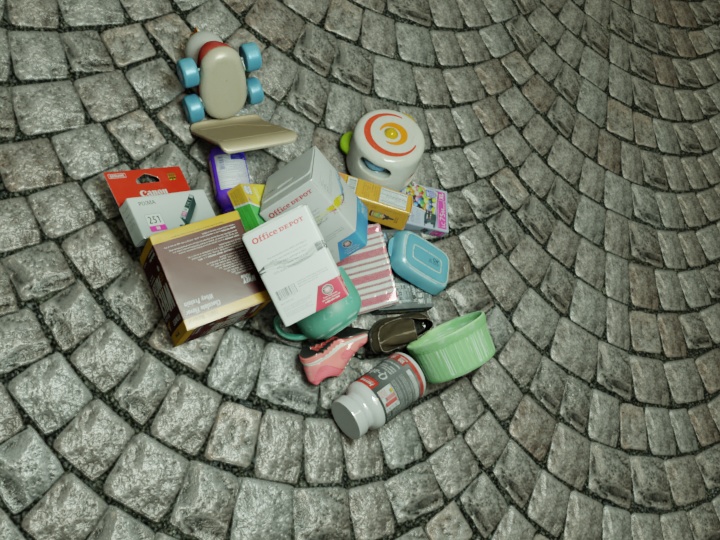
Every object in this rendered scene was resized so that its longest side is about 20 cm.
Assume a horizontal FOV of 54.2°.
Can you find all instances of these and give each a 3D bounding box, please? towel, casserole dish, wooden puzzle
[{"bbox_3d":[0.000,0.000,1.644,0.144,0.030,0.203,-14,78,-1],"label":"towel"},{"bbox_3d":[0.149,-0.022,1.691,0.199,0.039,0.123,30,56,-31],"label":"casserole dish"},{"bbox_3d":[-0.266,-0.306,1.590,0.183,0.199,0.038,-16,122,-30],"label":"wooden puzzle"}]

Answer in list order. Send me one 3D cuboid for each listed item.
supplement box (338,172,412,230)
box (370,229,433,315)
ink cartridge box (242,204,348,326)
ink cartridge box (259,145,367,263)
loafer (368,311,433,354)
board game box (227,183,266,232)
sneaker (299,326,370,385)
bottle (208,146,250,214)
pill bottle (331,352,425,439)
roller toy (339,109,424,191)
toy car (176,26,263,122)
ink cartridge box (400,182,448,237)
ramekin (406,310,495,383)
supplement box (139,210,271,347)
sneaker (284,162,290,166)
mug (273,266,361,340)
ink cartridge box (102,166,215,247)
[{"bbox_3d":[0.024,-0.167,1.703,0.197,0.067,0.070,19,51,-6],"label":"supplement box"},{"bbox_3d":[0.086,0.002,1.709,0.155,0.051,0.203,-2,74,-28],"label":"box"},{"bbox_3d":[-0.129,-0.014,1.409,0.144,0.083,0.202,-25,98,2],"label":"ink cartridge box"},{"bbox_3d":[-0.098,-0.130,1.532,0.200,0.145,0.147,48,25,-30],"label":"ink cartridge box"},{"bbox_3d":[0.096,0.137,1.624,0.199,0.071,0.074,-23,101,-45],"label":"loafer"},{"bbox_3d":[-0.195,-0.113,1.551,0.155,0.040,0.199,64,23,6],"label":"board game box"},{"bbox_3d":[-0.053,0.189,1.571,0.198,0.073,0.088,-23,112,-38],"label":"sneaker"},{"bbox_3d":[-0.285,-0.178,1.575,0.082,0.065,0.203,-8,76,-24],"label":"bottle"},{"bbox_3d":[0.040,0.276,1.546,0.199,0.116,0.117,-31,87,-33],"label":"pill bottle"},{"bbox_3d":[0.065,-0.297,1.732,0.197,0.140,0.184,-12,62,-21],"label":"roller toy"},{"bbox_3d":[-0.346,-0.472,1.625,0.182,0.178,0.201,-21,54,-21],"label":"toy car"},{"bbox_3d":[0.134,-0.164,1.803,0.197,0.042,0.121,10,67,-22],"label":"ink cartridge box"},{"bbox_3d":[0.214,0.181,1.629,0.198,0.199,0.099,-26,91,-32],"label":"ramekin"},{"bbox_3d":[-0.318,0.016,1.446,0.195,0.133,0.202,-20,81,-31],"label":"supplement box"},{"bbox_3d":[-0.114,-0.180,1.664,0.201,0.074,0.116,50,16,-31],"label":"sneaker"},{"bbox_3d":[-0.084,0.088,1.546,0.115,0.184,0.152,55,33,1],"label":"mug"},{"bbox_3d":[-0.412,-0.147,1.471,0.199,0.043,0.176,-16,77,-50],"label":"ink cartridge box"}]
